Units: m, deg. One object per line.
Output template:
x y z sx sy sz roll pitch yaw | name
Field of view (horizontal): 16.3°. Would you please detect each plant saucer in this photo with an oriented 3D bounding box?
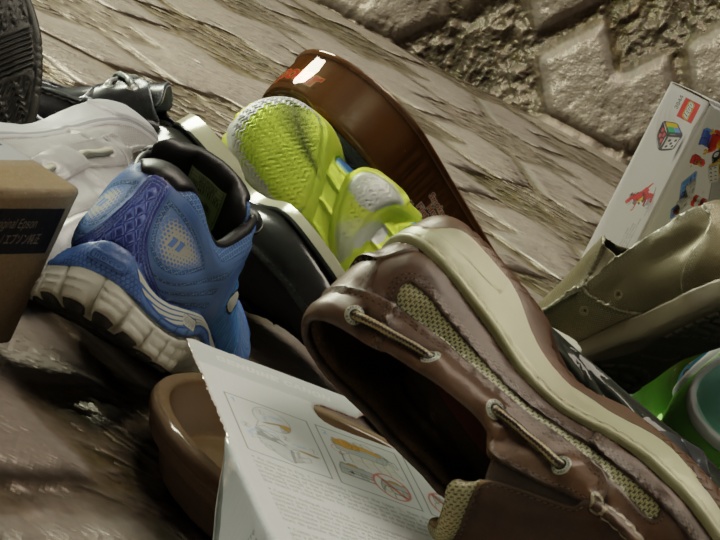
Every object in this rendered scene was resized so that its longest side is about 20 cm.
0.005 0.100 0.956 0.200 0.030 0.200 27 10 -5 | plant saucer

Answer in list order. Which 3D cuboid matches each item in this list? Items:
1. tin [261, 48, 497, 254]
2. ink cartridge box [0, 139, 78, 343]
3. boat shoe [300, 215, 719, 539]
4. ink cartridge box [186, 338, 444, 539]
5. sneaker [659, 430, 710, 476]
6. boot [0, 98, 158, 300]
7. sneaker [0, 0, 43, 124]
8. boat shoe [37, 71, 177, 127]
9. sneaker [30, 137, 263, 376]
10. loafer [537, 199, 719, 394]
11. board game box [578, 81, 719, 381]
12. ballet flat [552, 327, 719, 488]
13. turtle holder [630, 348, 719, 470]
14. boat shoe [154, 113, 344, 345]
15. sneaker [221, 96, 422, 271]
0.014 -0.035 1.387 0.112 0.042 0.200 24 -27 55 | tin
-0.228 -0.047 0.933 0.200 0.075 0.165 30 11 14 | ink cartridge box
0.054 0.074 0.830 0.075 0.075 0.202 -27 60 -29 | boat shoe
0.022 0.112 0.833 0.162 0.057 0.200 23 14 -27 | ink cartridge box
0.088 0.080 1.174 0.114 0.076 0.200 25 12 -42 | sneaker
-0.125 -0.023 1.149 0.095 0.074 0.200 37 20 16 | boot
-0.224 -0.120 1.318 0.083 0.121 0.201 -8 67 -21 | sneaker
-0.128 -0.078 1.388 0.200 0.068 0.072 29 9 2 | boat shoe
-0.071 -0.001 1.043 0.078 0.089 0.200 30 -5 8 | sneaker
0.133 0.022 1.306 0.076 0.200 0.068 19 57 -47 | loafer
0.177 0.003 1.431 0.126 0.200 0.035 18 11 -48 | board game box
0.103 0.073 1.244 0.200 0.068 0.068 41 23 9 | ballet flat
0.224 0.087 1.329 0.141 0.132 0.186 24 11 -22 | turtle holder
-0.061 -0.007 1.242 0.201 0.063 0.074 42 -25 44 | boat shoe
0.000 0.000 1.324 0.200 0.076 0.105 54 -18 9 | sneaker
